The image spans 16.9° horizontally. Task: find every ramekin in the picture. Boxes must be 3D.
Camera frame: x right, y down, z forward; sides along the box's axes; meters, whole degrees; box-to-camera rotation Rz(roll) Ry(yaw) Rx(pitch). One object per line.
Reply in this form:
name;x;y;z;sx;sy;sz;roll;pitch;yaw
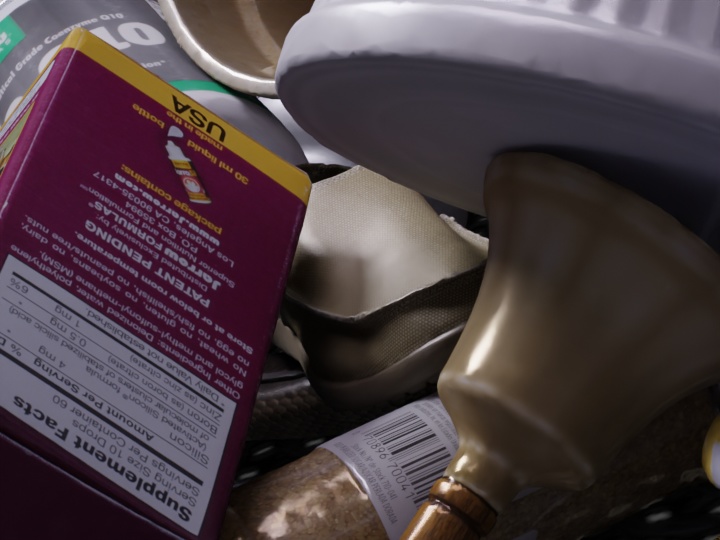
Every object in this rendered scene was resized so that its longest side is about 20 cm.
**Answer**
ramekin;0.082;-0.071;0.736;0.202;0.095;0.202;15;-10;3

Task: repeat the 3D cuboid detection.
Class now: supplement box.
supplement box;-0.101;0.037;0.773;0.131;0.103;0.200;-47;17;33

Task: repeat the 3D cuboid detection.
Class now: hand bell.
hand bell;0.025;0.074;0.702;0.200;0.104;0.104;-53;30;-15

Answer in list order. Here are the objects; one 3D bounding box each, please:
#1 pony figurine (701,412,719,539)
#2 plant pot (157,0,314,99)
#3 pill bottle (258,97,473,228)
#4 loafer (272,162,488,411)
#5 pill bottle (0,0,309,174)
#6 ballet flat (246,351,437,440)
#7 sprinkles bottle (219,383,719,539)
pony figurine;0.187;0.040;0.644;0.193;0.167;0.200;-28;5;-10
plant pot;0.049;-0.141;0.982;0.200;0.201;0.183;2;-12;44
pill bottle;0.011;-0.067;1.106;0.112;0.113;0.200;-6;37;30
loafer;0.000;0.000;0.857;0.076;0.068;0.200;-25;12;-18
pill bottle;-0.105;-0.055;1.015;0.113;0.113;0.200;-21;32;-16
ballet flat;-0.046;0.056;0.949;0.199;0.047;0.067;-12;14;29
sprinkles bottle;0.042;0.067;0.784;0.199;0.068;0.068;-23;19;-20
